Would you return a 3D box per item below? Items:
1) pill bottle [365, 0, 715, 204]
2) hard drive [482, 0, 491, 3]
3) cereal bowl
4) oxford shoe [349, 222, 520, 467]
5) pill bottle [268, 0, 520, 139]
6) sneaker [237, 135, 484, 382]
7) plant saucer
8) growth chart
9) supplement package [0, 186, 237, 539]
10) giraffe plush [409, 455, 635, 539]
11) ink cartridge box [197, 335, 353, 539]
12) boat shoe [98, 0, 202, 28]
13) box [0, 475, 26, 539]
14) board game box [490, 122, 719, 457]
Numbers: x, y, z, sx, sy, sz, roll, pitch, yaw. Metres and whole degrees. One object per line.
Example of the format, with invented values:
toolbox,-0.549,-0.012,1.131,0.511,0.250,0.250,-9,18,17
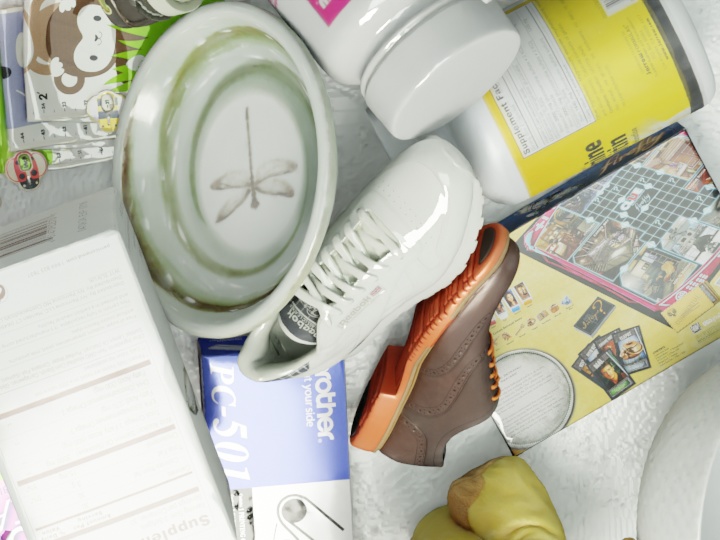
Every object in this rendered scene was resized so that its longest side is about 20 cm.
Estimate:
pill bottle,0.109,-0.110,1.625,0.199,0.112,0.112,-27,105,2
hard drive,0.048,-0.260,1.523,0.200,0.026,0.132,45,64,12
cereal bowl,0.238,0.150,1.690,0.200,0.083,0.201,-9,102,-49
oxford shoe,0.062,0.048,1.648,0.072,0.071,0.200,23,134,-8
pill bottle,-0.002,-0.182,1.552,0.113,0.113,0.200,-40,73,5
sneaker,0.000,0.000,1.580,0.076,0.080,0.200,50,128,16
plant saucer,-0.071,-0.060,1.587,0.050,0.200,0.201,2,108,-44
growth chart,-0.157,-0.129,1.644,0.199,0.018,0.146,-15,105,-2
supplement package,-0.160,0.072,1.545,0.117,0.117,0.201,-20,105,-1
giraffe plush,0.065,0.222,1.640,0.162,0.200,0.174,-7,112,-43
ink cartridge box,-0.054,0.141,1.709,0.093,0.044,0.201,-5,105,-6
boat shoe,-0.154,-0.245,1.586,0.060,0.072,0.202,-14,93,38
box,-0.218,0.105,1.657,0.175,0.097,0.201,-22,106,0
board game box,0.151,0.012,1.700,0.199,0.035,0.136,-30,105,3
